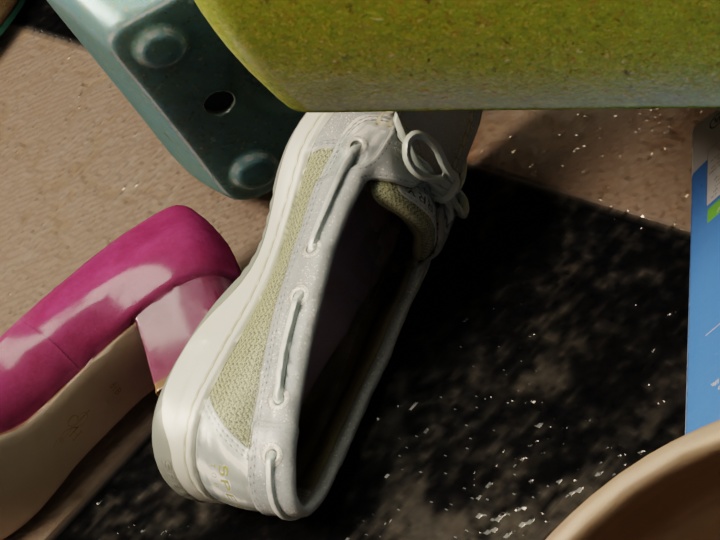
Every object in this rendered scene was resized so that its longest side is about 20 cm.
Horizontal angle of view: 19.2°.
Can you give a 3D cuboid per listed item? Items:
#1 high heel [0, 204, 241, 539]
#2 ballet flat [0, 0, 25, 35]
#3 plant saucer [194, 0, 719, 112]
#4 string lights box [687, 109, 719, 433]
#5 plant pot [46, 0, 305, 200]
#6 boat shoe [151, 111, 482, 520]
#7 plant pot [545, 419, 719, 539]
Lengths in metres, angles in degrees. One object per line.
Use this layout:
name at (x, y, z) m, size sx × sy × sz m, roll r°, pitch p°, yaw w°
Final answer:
high heel at (-0.137, 0.045, 0.825) m, size 0.200 × 0.068 × 0.096 m, roll -20°, pitch 46°, yaw -6°
ballet flat at (-0.250, -0.108, 1.083) m, size 0.068 × 0.072 × 0.200 m, roll 17°, pitch 59°, yaw 47°
plant saucer at (0.049, -0.085, 0.684) m, size 0.199 × 0.048 × 0.200 m, roll -1°, pitch 14°, yaw 1°
string lights box at (0.148, 0.008, 0.611) m, size 0.103 × 0.059 × 0.200 m, roll -40°, pitch 26°, yaw 36°
plant pot at (-0.046, -0.150, 0.888) m, size 0.196 × 0.196 × 0.200 m, roll -28°, pitch 49°, yaw 8°
boat shoe at (-0.001, 0.000, 0.775) m, size 0.065 × 0.074 × 0.202 m, roll 12°, pitch 59°, yaw 37°
plant pot at (0.121, 0.135, 0.481) m, size 0.200 × 0.093 × 0.201 m, roll -12°, pitch 63°, yaw 25°
